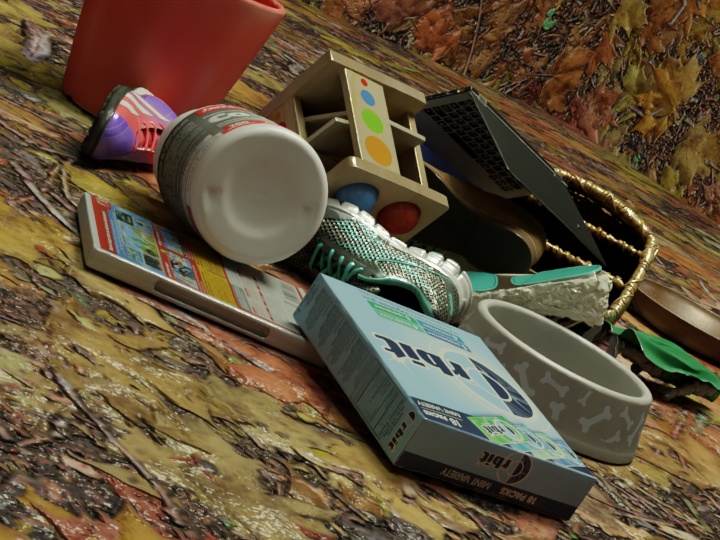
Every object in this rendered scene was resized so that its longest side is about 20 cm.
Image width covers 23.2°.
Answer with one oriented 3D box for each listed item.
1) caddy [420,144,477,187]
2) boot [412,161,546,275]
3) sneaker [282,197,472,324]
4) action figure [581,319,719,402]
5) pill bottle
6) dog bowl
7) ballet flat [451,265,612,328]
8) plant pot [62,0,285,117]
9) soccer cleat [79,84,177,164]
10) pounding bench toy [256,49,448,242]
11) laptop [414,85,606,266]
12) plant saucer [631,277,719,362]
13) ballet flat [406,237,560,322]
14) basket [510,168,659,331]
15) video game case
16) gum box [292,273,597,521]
[{"bbox_3d":[0.045,-0.071,1.838,0.200,0.105,0.141,37,-6,-14],"label":"caddy"},{"bbox_3d":[0.093,-0.062,1.734,0.200,0.074,0.075,33,32,12],"label":"boot"},{"bbox_3d":[0.000,0.000,1.535,0.200,0.078,0.091,22,26,6],"label":"sneaker"},{"bbox_3d":[0.322,0.102,1.867,0.200,0.055,0.118,23,11,-36],"label":"action figure"},{"bbox_3d":[-0.108,-0.079,1.473,0.114,0.114,0.200,23,4,-22],"label":"pill bottle"},{"bbox_3d":[0.169,0.093,1.552,0.200,0.059,0.200,26,12,-6],"label":"dog bowl"},{"bbox_3d":[0.138,0.034,1.656,0.200,0.072,0.072,-3,7,11],"label":"ballet flat"},{"bbox_3d":[-0.203,-0.233,1.781,0.200,0.177,0.200,27,13,-7],"label":"plant pot"},{"bbox_3d":[-0.204,-0.128,1.621,0.073,0.068,0.200,32,10,-1],"label":"soccer cleat"},{"bbox_3d":[-0.036,-0.074,1.663,0.124,0.200,0.156,21,46,-38],"label":"pounding bench toy"},{"bbox_3d":[0.131,-0.087,1.785,0.200,0.116,0.187,-8,-35,39],"label":"laptop"},{"bbox_3d":[0.428,0.071,2.272,0.200,0.037,0.200,26,12,-6],"label":"plant saucer"},{"bbox_3d":[0.125,0.005,1.762,0.200,0.074,0.074,21,14,-24],"label":"ballet flat"},{"bbox_3d":[0.229,-0.038,1.957,0.200,0.143,0.149,30,-3,10],"label":"basket"},{"bbox_3d":[-0.123,0.006,1.356,0.200,0.017,0.143,25,13,-19],"label":"video game case"},{"bbox_3d":[0.060,0.092,1.301,0.170,0.045,0.200,23,19,-34],"label":"gum box"}]
